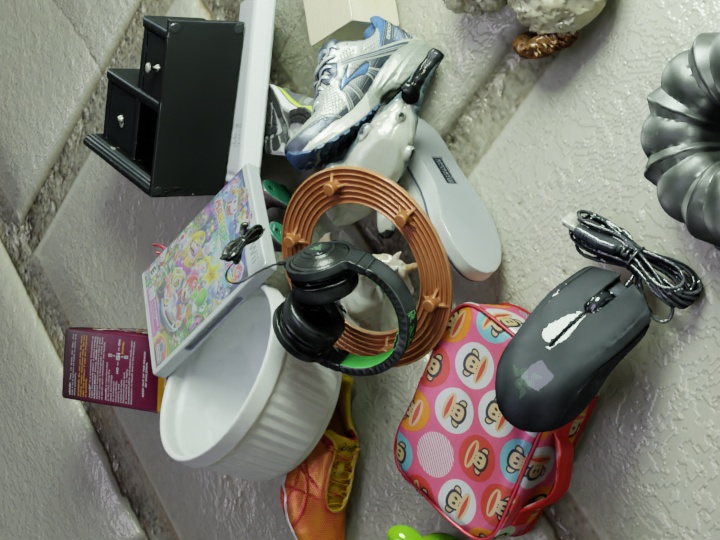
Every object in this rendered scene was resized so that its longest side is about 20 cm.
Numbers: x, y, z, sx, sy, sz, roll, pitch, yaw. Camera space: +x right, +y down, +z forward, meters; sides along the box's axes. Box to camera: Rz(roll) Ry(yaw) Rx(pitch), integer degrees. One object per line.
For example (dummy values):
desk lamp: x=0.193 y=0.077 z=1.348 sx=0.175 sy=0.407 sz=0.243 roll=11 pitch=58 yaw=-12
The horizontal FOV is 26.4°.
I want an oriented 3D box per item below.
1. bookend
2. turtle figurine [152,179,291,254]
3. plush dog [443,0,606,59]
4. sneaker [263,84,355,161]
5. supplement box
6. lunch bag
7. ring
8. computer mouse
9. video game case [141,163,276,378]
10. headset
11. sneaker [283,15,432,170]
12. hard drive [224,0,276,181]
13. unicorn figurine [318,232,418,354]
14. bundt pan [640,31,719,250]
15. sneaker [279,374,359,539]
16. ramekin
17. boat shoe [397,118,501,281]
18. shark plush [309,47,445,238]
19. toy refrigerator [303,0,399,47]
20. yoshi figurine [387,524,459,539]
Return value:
bookend: x=-0.227 y=-0.208 z=1.738 sx=0.199 sy=0.092 sz=0.201 roll=36 pitch=123 yaw=50
turtle figurine: x=-0.151 y=-0.007 z=1.697 sx=0.200 sy=0.101 sz=0.150 roll=-38 pitch=62 yaw=31
plush dog: x=0.152 y=-0.288 z=1.382 sx=0.172 sy=0.160 sz=0.200 roll=34 pitch=117 yaw=12
sneaker: x=-0.049 y=-0.149 z=1.615 sx=0.200 sy=0.081 sz=0.074 roll=-140 pitch=55 yaw=-60
supplement box: x=-0.243 y=0.113 z=1.770 sx=0.200 sy=0.110 sz=0.086 roll=3 pitch=90 yaw=45
lunch bag: x=0.130 y=0.145 z=1.413 sx=0.176 sy=0.082 sz=0.200 roll=39 pitch=115 yaw=38
ring: x=0.000 y=0.000 z=1.437 sx=0.200 sy=0.019 sz=0.201 roll=17 pitch=120 yaw=32
computer mouse: x=0.184 y=0.047 z=1.318 sx=0.138 sy=0.053 sz=0.200 roll=35 pitch=86 yaw=29
video game case: x=-0.162 y=0.001 z=1.603 sx=0.200 sy=0.018 sz=0.143 roll=-43 pitch=42 yaw=31
headset: x=-0.037 y=0.017 z=1.432 sx=0.200 sy=0.094 sz=0.124 roll=24 pitch=126 yaw=11
sneaker: x=-0.018 y=-0.176 z=1.498 sx=0.085 sy=0.200 sz=0.077 roll=42 pitch=149 yaw=3
hard drive: x=-0.121 y=-0.195 z=1.675 sx=0.132 sy=0.027 sz=0.201 roll=-157 pitch=72 yaw=-77
unicorn figurine: x=0.001 y=0.022 z=1.517 sx=0.200 sy=0.074 sz=0.138 roll=32 pitch=138 yaw=47
bundt pan: x=0.311 y=-0.110 z=1.246 sx=0.202 sy=0.076 sz=0.203 roll=-2 pitch=87 yaw=44
sneaker: x=-0.038 y=0.204 z=1.585 sx=0.077 sy=0.073 sz=0.201 roll=-11 pitch=81 yaw=48
ramekin: x=-0.107 y=0.119 z=1.561 sx=0.200 sy=0.105 sz=0.201 roll=-38 pitch=36 yaw=36
boat shoe: x=0.070 y=-0.060 z=1.491 sx=0.066 sy=0.072 sz=0.200 roll=-52 pitch=54 yaw=36
shark plush: x=0.013 y=-0.129 z=1.478 sx=0.083 sy=0.091 sz=0.200 roll=-87 pitch=14 yaw=-69
toy refrigerator: x=-0.019 y=-0.336 z=1.593 sx=0.076 sy=0.070 sz=0.201 roll=-24 pitch=71 yaw=49
yoshi figurine: x=0.108 y=0.309 z=1.442 sx=0.200 sy=0.112 sz=0.112 roll=39 pitch=157 yaw=23
